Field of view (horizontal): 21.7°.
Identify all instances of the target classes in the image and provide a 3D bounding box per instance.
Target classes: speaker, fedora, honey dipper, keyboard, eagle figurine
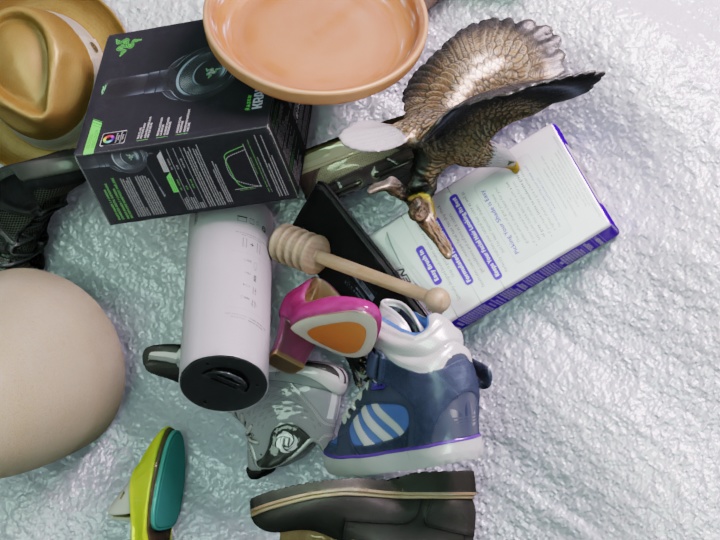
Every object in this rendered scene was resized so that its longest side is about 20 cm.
[{"bbox_3d":[-0.119,0.027,1.688,0.081,0.081,0.201,-14,47,14],"label":"speaker"},{"bbox_3d":[-0.316,-0.192,1.819,0.200,0.082,0.202,-2,83,16],"label":"fedora"},{"bbox_3d":[0.000,0.000,1.652,0.200,0.038,0.038,19,89,40],"label":"honey dipper"},{"bbox_3d":[-0.003,0.027,1.703,0.200,0.021,0.127,53,135,23],"label":"keyboard"},{"bbox_3d":[0.097,-0.130,1.606,0.152,0.151,0.200,41,105,20],"label":"eagle figurine"}]

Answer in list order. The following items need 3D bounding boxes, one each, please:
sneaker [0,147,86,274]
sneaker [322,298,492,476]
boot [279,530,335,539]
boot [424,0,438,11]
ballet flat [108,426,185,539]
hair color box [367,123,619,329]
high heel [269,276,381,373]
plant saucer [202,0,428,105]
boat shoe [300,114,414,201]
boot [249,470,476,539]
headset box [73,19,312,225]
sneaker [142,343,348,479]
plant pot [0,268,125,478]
[{"bbox_3d":[-0.312,-0.049,1.788,0.199,0.076,0.115,-19,93,34],"label":"sneaker"},{"bbox_3d":[0.029,0.099,1.635,0.200,0.080,0.147,-13,87,54],"label":"sneaker"},{"bbox_3d":[0.012,0.324,1.671,0.174,0.066,0.201,-5,80,15],"label":"boot"},{"bbox_3d":[0.050,-0.263,1.739,0.200,0.070,0.147,32,99,18],"label":"boot"},{"bbox_3d":[-0.202,0.245,1.743,0.067,0.067,0.201,-2,84,18],"label":"ballet flat"},{"bbox_3d":[0.118,-0.031,1.686,0.200,0.065,0.110,-31,77,9],"label":"hair color box"},{"bbox_3d":[-0.020,0.028,1.618,0.067,0.200,0.096,28,68,-10],"label":"high heel"},{"bbox_3d":[-0.040,-0.214,1.663,0.199,0.038,0.201,2,48,-3],"label":"plant saucer"},{"bbox_3d":[0.036,-0.105,1.720,0.200,0.072,0.066,-15,100,14],"label":"boat shoe"},{"bbox_3d":[0.007,0.249,1.632,0.199,0.077,0.139,-5,81,-2],"label":"boot"},{"bbox_3d":[-0.153,-0.142,1.721,0.199,0.093,0.175,-7,45,16],"label":"headset box"},{"bbox_3d":[-0.114,0.131,1.728,0.199,0.075,0.116,7,90,18],"label":"sneaker"},{"bbox_3d":[-0.335,0.113,1.697,0.186,0.200,0.188,4,105,14],"label":"plant pot"}]
